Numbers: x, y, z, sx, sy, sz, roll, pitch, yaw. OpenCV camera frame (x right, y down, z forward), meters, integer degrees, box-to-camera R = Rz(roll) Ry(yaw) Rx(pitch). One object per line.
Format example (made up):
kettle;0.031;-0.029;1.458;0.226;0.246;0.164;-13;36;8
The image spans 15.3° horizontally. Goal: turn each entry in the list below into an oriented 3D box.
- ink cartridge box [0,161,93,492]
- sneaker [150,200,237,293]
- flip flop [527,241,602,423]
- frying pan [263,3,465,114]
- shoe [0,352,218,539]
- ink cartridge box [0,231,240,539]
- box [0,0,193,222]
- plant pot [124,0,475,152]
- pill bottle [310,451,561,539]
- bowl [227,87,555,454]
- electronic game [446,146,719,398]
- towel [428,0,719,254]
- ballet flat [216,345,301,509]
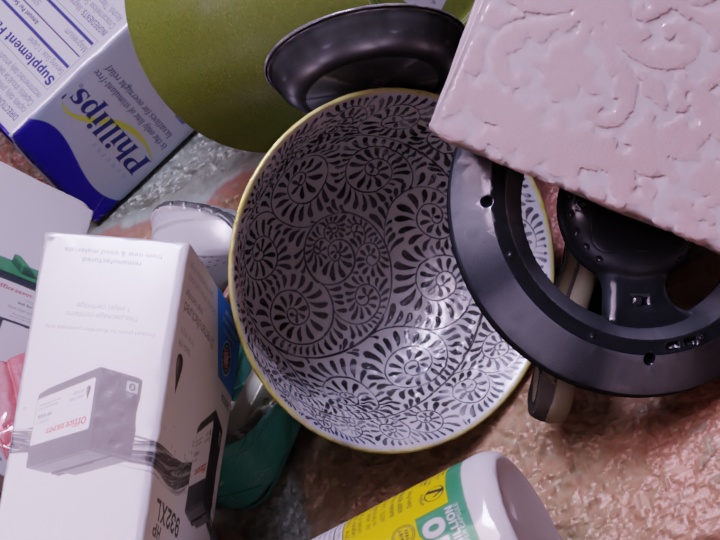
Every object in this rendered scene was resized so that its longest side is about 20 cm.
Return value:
ink cartridge box;-0.254;0.049;1.652;0.146;0.084;0.201;-31;39;48
sneaker;-0.110;0.016;1.601;0.200;0.074;0.088;-32;50;56
flip flop;0.138;-0.004;1.471;0.057;0.081;0.201;13;60;7
frying pan;0.029;-0.106;1.498;0.115;0.190;0.031;-27;62;35
shoe;-0.146;0.123;1.528;0.091;0.072;0.201;-24;67;0
ink cartridge box;-0.128;0.099;1.416;0.083;0.145;0.201;4;72;10
box;-0.172;-0.168;1.781;0.200;0.105;0.184;-43;44;-2
plant pot;-0.012;-0.169;1.571;0.200;0.187;0.188;-2;53;59
pill bottle;0.007;0.185;1.381;0.199;0.113;0.113;-28;46;13
bowl;0.000;0.000;1.501;0.201;0.201;0.094;-57;22;-15
electronic game;0.143;-0.031;1.426;0.201;0.199;0.042;-59;3;-18
towel;0.158;-0.122;1.384;0.032;0.199;0.192;-123;56;-84
ballet flat;-0.046;0.042;1.558;0.067;0.070;0.201;9;63;37
